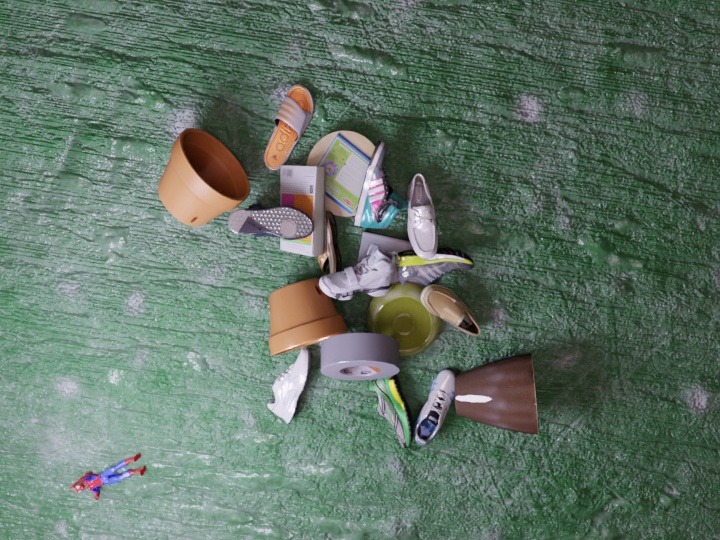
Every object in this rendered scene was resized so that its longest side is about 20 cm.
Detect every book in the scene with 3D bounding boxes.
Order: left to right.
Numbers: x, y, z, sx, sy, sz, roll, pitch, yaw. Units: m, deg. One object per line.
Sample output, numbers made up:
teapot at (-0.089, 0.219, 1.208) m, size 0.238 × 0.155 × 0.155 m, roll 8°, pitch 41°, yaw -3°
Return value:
book at (-0.144, -0.147, 1.302) m, size 0.130 × 0.047 × 0.209 m, roll 10°, pitch 103°, yaw 39°

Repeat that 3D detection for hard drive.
hard drive at (0.085, -0.009, 1.357) m, size 0.192 × 0.033 × 0.146 m, roll 11°, pitch 99°, yaw -1°

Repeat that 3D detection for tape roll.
tape roll at (-0.001, 0.212, 1.308) m, size 0.191 × 0.202 × 0.069 m, roll 0°, pitch 67°, yaw 1°

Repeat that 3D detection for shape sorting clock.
shape sorting clock at (-0.038, -0.235, 1.318) m, size 0.191 × 0.039 × 0.209 m, roll -1°, pitch 104°, yaw -3°

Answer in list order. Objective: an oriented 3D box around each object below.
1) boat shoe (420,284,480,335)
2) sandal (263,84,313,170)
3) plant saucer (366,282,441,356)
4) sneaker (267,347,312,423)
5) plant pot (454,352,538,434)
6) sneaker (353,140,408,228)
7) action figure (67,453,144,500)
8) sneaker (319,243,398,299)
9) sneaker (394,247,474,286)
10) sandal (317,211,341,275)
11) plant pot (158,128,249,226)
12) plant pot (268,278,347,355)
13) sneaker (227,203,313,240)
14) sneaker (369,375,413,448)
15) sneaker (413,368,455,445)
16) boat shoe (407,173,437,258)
boat shoe at (0.228, 0.100, 1.311) m, size 0.196 × 0.076 × 0.073 m, roll 29°, pitch 102°, yaw -32°
sandal at (-0.174, -0.339, 1.294) m, size 0.077 × 0.059 × 0.213 m, roll 24°, pitch 99°, yaw -3°
plant saucer at (0.110, 0.132, 1.360) m, size 0.191 × 0.031 × 0.208 m, roll 1°, pitch 111°, yaw 3°
sneaker at (-0.182, 0.292, 1.391) m, size 0.084 × 0.075 × 0.207 m, roll 22°, pitch 98°, yaw 2°
plant pot at (0.336, 0.310, 1.346) m, size 0.192 × 0.187 × 0.195 m, roll -5°, pitch 100°, yaw 17°
sneaker at (0.062, -0.189, 1.269) m, size 0.116 × 0.084 × 0.207 m, roll 15°, pitch 110°, yaw -1°
action figure at (-0.683, 0.561, 1.429) m, size 0.193 × 0.099 × 0.067 m, roll -22°, pitch 97°, yaw 7°
sneaker at (0.000, 0.000, 1.261) m, size 0.193 × 0.076 × 0.118 m, roll -1°, pitch 129°, yaw -30°
sneaker at (0.179, -0.007, 1.310) m, size 0.191 × 0.074 × 0.084 m, roll -1°, pitch 106°, yaw 8°
sandal at (-0.081, -0.040, 1.334) m, size 0.052 × 0.080 × 0.209 m, roll -6°, pitch 97°, yaw 11°
plant pot at (-0.374, -0.202, 1.256) m, size 0.139 × 0.201 × 0.202 m, roll -38°, pitch 98°, yaw 23°
plant pot at (-0.141, 0.109, 1.310) m, size 0.193 × 0.200 × 0.145 m, roll -18°, pitch 82°, yaw 4°
sneaker at (-0.203, -0.115, 1.287) m, size 0.193 × 0.146 × 0.080 m, roll 6°, pitch 94°, yaw -1°
sneaker at (0.084, 0.364, 1.403) m, size 0.083 × 0.078 × 0.207 m, roll -21°, pitch 90°, yaw 11°
sneaker at (0.197, 0.355, 1.390) m, size 0.070 × 0.072 × 0.206 m, roll 24°, pitch 91°, yaw -3°
boat shoe at (0.143, -0.132, 1.275) m, size 0.068 × 0.070 × 0.208 m, roll -8°, pitch 70°, yaw 0°
